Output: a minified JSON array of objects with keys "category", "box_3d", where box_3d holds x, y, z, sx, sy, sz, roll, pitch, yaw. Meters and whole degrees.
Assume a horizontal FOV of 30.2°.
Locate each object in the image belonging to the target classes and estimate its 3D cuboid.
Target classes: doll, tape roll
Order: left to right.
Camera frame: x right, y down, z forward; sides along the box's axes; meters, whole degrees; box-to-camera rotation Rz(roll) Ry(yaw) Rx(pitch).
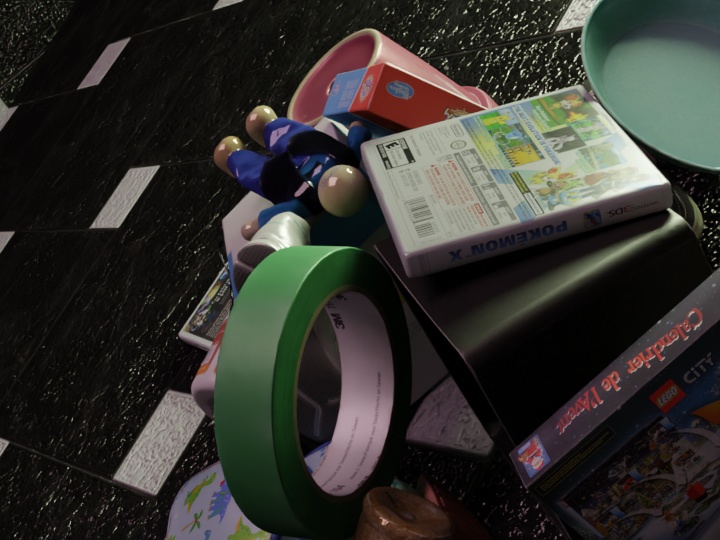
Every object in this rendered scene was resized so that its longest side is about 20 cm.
[{"category":"doll","box_3d":[-0.052,-0.079,1.091,0.137,0.049,0.199,-46,33,-11]},{"category":"tape roll","box_3d":[-0.028,0.084,0.930,0.048,0.201,0.202,2,52,28]}]

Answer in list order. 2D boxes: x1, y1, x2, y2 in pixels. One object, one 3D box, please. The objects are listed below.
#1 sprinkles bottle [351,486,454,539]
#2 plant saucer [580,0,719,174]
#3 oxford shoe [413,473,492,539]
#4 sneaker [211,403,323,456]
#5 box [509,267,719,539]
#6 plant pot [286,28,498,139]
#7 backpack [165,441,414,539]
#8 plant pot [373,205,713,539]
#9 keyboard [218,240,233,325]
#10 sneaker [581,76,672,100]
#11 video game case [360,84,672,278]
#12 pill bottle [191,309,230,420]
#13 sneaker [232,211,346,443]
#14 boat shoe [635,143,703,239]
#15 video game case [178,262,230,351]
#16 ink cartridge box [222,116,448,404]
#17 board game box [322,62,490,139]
[{"category":"sprinkles bottle","box_3d":[0.003,0.253,0.928,0.202,0.067,0.068,-70,24,14]},{"category":"plant saucer","box_3d":[0.262,-0.146,1.040,0.036,0.197,0.202,105,-176,-55]},{"category":"oxford shoe","box_3d":[0.061,0.224,0.957,0.074,0.071,0.201,-45,27,14]},{"category":"sneaker","box_3d":[-0.057,0.137,1.138,0.073,0.200,0.081,-8,79,25]},{"category":"box","box_3d":[0.210,0.095,0.823,0.200,0.136,0.038,-43,27,12]},{"category":"plant pot","box_3d":[0.031,-0.134,1.337,0.199,0.179,0.201,-36,29,23]},{"category":"backpack","box_3d":[-0.057,0.228,1.046,0.199,0.147,0.184,-30,36,25]},{"category":"plant pot","box_3d":[0.152,0.043,0.932,0.176,0.201,0.200,-33,27,-1]},{"category":"keyboard","box_3d":[-0.078,0.034,1.252,0.040,0.103,0.203,135,134,-61]},{"category":"sneaker","box_3d":[0.226,-0.167,1.153,0.075,0.115,0.200,-50,27,-2]},{"category":"video game case","box_3d":[0.101,-0.069,0.944,0.180,0.022,0.201,-15,27,-2]},{"category":"pill bottle","box_3d":[-0.078,0.060,1.327,0.112,0.112,0.202,-11,46,50]},{"category":"sneaker","box_3d":[-0.036,0.046,1.043,0.069,0.202,0.081,-3,32,22]},{"category":"boat shoe","box_3d":[0.215,-0.069,1.100,0.072,0.065,0.201,-42,28,13]},{"category":"video game case","box_3d":[-0.116,0.011,1.545,0.201,0.023,0.181,-57,28,-12]},{"category":"ink cartridge box","box_3d":[0.000,0.000,1.189,0.146,0.200,0.147,-42,28,14]},{"category":"board game box","box_3d":[0.079,-0.113,1.125,0.041,0.198,0.153,-68,15,-1]}]
